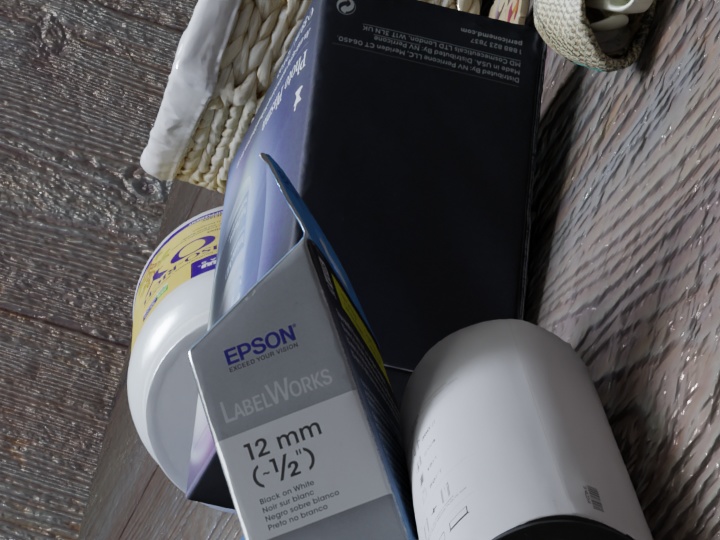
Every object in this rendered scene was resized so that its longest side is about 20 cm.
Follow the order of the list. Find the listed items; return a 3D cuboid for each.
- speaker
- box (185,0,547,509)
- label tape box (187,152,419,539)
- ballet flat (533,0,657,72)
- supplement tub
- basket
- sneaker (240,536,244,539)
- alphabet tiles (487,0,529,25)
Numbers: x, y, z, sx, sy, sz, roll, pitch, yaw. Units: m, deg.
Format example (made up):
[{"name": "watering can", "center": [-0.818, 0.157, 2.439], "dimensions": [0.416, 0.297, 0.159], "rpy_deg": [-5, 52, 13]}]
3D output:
[{"name": "speaker", "center": [0.058, 0.085, 0.982], "dimensions": [0.200, 0.081, 0.081], "rpy_deg": [-100, 29, -73]}, {"name": "box", "center": [0.000, 0.000, 1.348], "dimensions": [0.200, 0.123, 0.199], "rpy_deg": [121, 157, -59]}, {"name": "label tape box", "center": [-0.015, 0.073, 1.082], "dimensions": [0.143, 0.066, 0.201], "rpy_deg": [60, -172, -68]}, {"name": "ballet flat", "center": [0.127, -0.178, 1.173], "dimensions": [0.075, 0.068, 0.201], "rpy_deg": [42, 122, 57]}, {"name": "supplement tub", "center": [-0.067, 0.052, 1.650], "dimensions": [0.200, 0.145, 0.146], "rpy_deg": [-101, 30, -73]}, {"name": "basket", "center": [-0.020, -0.145, 1.626], "dimensions": [0.200, 0.160, 0.199], "rpy_deg": [121, 168, -73]}, {"name": "sneaker", "center": [-0.067, 0.228, 1.529], "dimensions": [0.111, 0.077, 0.201], "rpy_deg": [100, -167, -81]}, {"name": "alphabet tiles", "center": [0.057, -0.063, 1.507], "dimensions": [0.167, 0.006, 0.200], "rpy_deg": [117, 168, -52]}]
